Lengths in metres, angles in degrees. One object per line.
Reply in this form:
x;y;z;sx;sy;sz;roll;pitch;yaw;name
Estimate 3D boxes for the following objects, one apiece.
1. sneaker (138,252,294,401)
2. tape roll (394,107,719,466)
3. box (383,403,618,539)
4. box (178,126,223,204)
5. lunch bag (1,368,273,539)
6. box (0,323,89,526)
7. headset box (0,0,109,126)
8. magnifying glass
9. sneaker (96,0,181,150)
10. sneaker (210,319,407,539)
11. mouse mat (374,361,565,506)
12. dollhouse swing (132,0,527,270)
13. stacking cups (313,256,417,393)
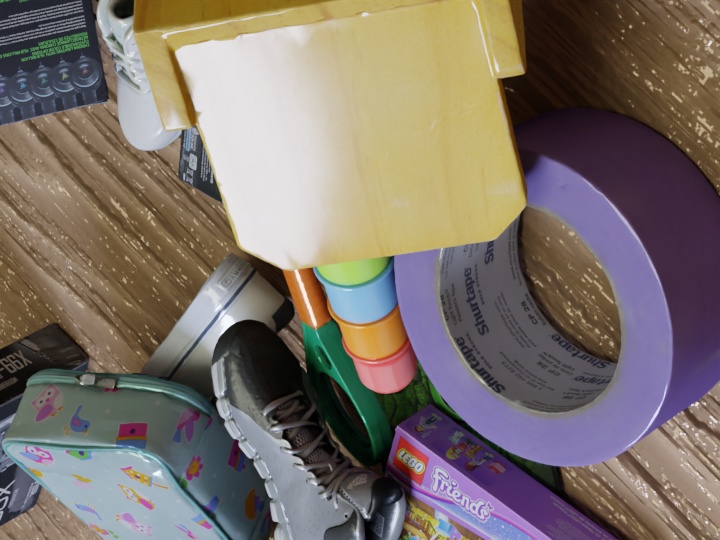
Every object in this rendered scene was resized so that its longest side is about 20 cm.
-0.109;0.068;1.514;0.071;0.073;0.200;39;142;1;sneaker
0.122;0.009;1.245;0.200;0.085;0.200;19;122;35;tape roll
0.096;0.199;1.399;0.200;0.039;0.137;35;133;25;box
-0.031;-0.112;1.364;0.193;0.048;0.200;27;127;28;box
-0.160;0.143;1.524;0.160;0.077;0.200;5;148;31;lunch bag
-0.313;0.149;1.688;0.050;0.158;0.200;44;134;19;box
-0.253;-0.206;1.446;0.174;0.093;0.200;-146;44;-61;headset box
-0.023;0.049;1.416;0.080;0.022;0.200;32;149;52;magnifying glass
-0.147;-0.162;1.424;0.070;0.080;0.200;35;133;24;sneaker
-0.022;0.123;1.408;0.115;0.075;0.200;-4;111;52;sneaker
0.066;0.109;1.414;0.161;0.008;0.200;3;114;43;mouse mat
-0.004;-0.129;1.180;0.200;0.182;0.176;-9;143;11;dollhouse swing
0.000;0.000;1.307;0.060;0.061;0.200;30;155;30;stacking cups
